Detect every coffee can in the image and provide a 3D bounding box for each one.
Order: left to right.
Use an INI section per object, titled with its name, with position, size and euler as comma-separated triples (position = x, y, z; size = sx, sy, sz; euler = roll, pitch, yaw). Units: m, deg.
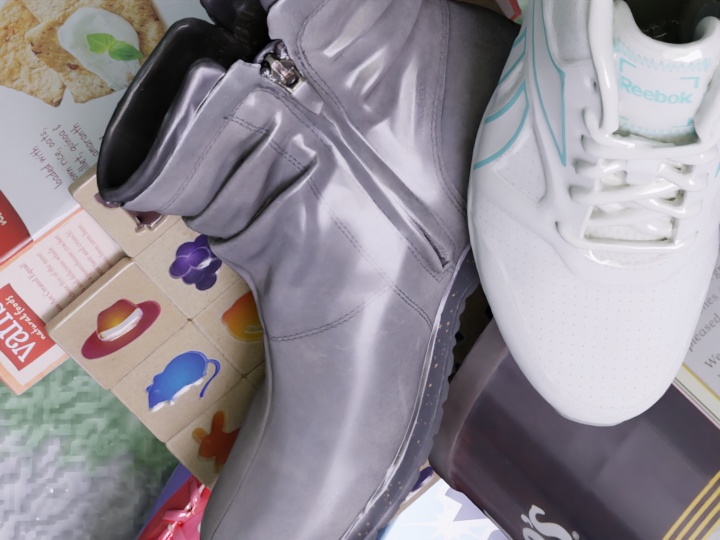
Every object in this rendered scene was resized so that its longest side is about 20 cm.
[coffee can]
position = 0.140, 0.077, 0.717
size = 0.146, 0.146, 0.200
euler = -45, 68, -1

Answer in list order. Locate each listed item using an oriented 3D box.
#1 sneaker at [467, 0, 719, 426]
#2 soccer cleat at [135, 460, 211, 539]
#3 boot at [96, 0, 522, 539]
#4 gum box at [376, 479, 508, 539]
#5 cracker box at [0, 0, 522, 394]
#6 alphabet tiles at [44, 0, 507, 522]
[sneaker]
position = 0.068, -0.044, 0.608
size = 0.070, 0.080, 0.202
euler = 1, 114, -4
[soccer cleat]
position = -0.043, 0.088, 0.801
size = 0.068, 0.073, 0.201
euler = 27, 99, 25
[boot]
position = -0.027, -0.004, 0.670
size = 0.131, 0.070, 0.201
euler = 24, 97, -38
[gum box]
position = 0.088, 0.102, 0.858
size = 0.169, 0.045, 0.201
euler = 28, 93, -17
[cracker box]
position = -0.068, -0.074, 0.735
size = 0.200, 0.134, 0.058
euler = -38, 141, -3
[alphabet tiles]
position = 0.000, 0.000, 0.732
size = 0.166, 0.006, 0.200
euler = -40, 134, 0
